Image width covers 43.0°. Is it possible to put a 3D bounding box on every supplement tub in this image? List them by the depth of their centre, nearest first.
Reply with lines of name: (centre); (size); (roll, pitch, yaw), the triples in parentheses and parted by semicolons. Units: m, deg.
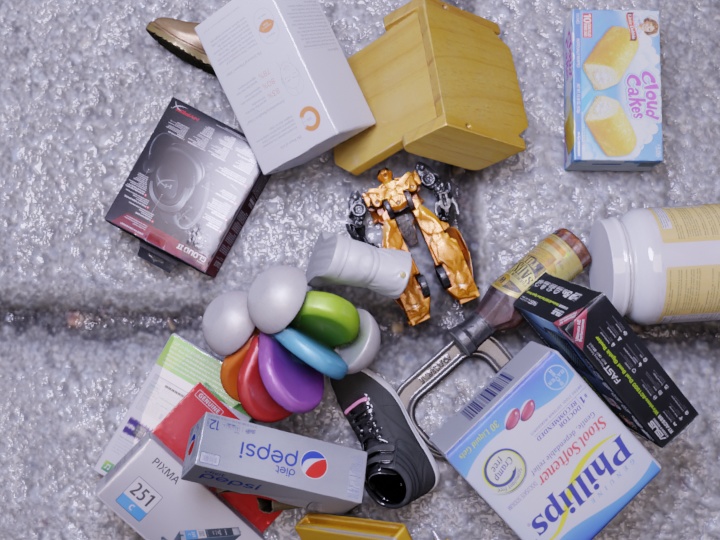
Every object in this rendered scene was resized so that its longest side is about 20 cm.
supplement tub: (0.394, -0.008, 1.122); (0.200, 0.145, 0.146); (-3, 83, 1)

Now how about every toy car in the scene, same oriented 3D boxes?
toy car: (-0.086, 0.101, 1.073); (0.175, 0.200, 0.150); (35, 45, -33)

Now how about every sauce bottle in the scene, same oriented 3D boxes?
sauce bottle: (0.200, 0.030, 1.158); (0.200, 0.066, 0.066); (-41, 84, -8)

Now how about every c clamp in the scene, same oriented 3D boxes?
c clamp: (0.148, 0.171, 1.164); (0.200, 0.027, 0.171); (-35, 83, -2)

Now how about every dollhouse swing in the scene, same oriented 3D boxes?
dollhouse swing: (0.081, -0.211, 1.178); (0.182, 0.176, 0.200); (11, 58, -32)

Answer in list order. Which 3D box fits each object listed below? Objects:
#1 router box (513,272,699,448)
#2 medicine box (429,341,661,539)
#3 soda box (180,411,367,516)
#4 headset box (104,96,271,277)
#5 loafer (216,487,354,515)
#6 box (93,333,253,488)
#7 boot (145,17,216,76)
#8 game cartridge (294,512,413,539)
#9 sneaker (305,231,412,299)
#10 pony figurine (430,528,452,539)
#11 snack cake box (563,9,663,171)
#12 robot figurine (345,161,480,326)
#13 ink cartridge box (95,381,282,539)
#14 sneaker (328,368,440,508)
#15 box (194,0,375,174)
router box: (0.285, 0.102, 1.079); (0.062, 0.150, 0.200); (-42, 104, -4)
medicine box: (0.220, 0.221, 1.105); (0.182, 0.103, 0.200); (-44, 95, -4)
soda box: (-0.097, 0.223, 1.043); (0.200, 0.068, 0.064); (18, 57, -18)
headset box: (-0.219, -0.096, 1.176); (0.149, 0.077, 0.200); (27, 85, 4)
loafer: (-0.092, 0.265, 1.112); (0.200, 0.076, 0.068); (22, 64, -15)
box: (-0.225, 0.201, 1.164); (0.144, 0.036, 0.200); (30, 86, 3)
boot: (-0.163, -0.357, 1.215); (0.175, 0.066, 0.200); (27, 85, -8)
game cartridge: (0.029, 0.371, 1.054); (0.032, 0.176, 0.200); (-41, 110, -38)
sneaker: (0.000, 0.000, 1.114); (0.115, 0.200, 0.074); (17, 90, -13)
pony figurine: (0.160, 0.403, 1.075); (0.166, 0.200, 0.193); (-37, 100, -10)
snack cake box: (0.326, -0.232, 1.188); (0.115, 0.067, 0.200); (0, 84, 2)
robot figurine: (0.067, -0.038, 1.175); (0.145, 0.058, 0.200); (-23, 84, -2)
ink cartridge box: (-0.188, 0.268, 1.117); (0.200, 0.045, 0.176); (45, 82, -12)
sneaker: (0.017, 0.203, 1.121); (0.071, 0.099, 0.200); (-38, 84, 24)
box: (-0.091, -0.237, 1.113); (0.124, 0.097, 0.200); (-24, 92, 34)
